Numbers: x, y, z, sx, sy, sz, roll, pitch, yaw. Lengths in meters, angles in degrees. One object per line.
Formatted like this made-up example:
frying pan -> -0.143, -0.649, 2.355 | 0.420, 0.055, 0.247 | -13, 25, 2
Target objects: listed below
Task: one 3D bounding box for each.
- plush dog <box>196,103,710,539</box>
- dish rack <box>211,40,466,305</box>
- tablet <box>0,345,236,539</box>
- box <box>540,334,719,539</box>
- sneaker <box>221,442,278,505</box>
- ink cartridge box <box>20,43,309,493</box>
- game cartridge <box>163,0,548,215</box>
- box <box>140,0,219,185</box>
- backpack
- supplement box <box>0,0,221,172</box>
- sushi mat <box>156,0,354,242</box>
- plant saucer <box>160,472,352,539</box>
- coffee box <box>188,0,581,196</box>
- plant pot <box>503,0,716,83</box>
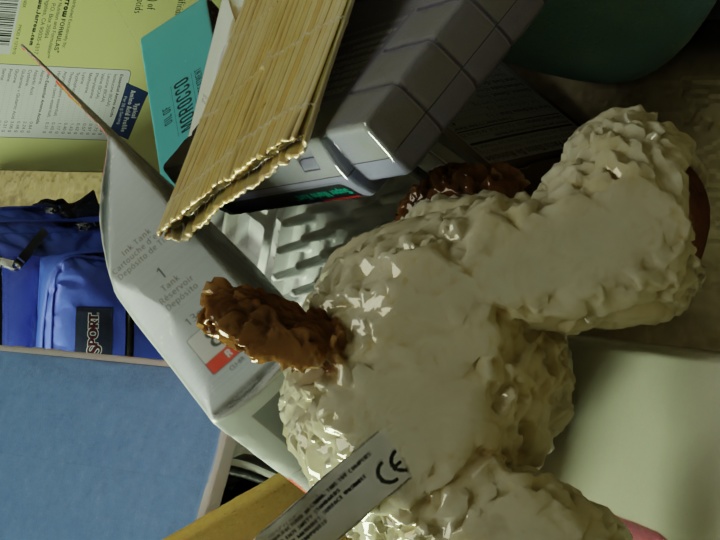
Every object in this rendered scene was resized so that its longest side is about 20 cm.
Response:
plush dog -> 0.024, 0.041, 0.745 | 0.172, 0.159, 0.201 | 109, 172, -83
dish rack -> 0.000, 0.000, 0.962 | 0.200, 0.043, 0.172 | 39, 128, 39
tablet -> -0.141, 0.103, 1.057 | 0.199, 0.014, 0.131 | 3, 72, 41
box -> 0.138, 0.085, 0.783 | 0.200, 0.127, 0.110 | 6, 88, 62
sneaker -> -0.049, 0.065, 1.141 | 0.200, 0.115, 0.076 | 41, 160, 54
ink cartridge box -> -0.068, 0.011, 0.896 | 0.050, 0.162, 0.200 | -46, 59, -1
game cartridge -> 0.003, -0.079, 0.829 | 0.130, 0.038, 0.200 | -56, 19, -16
box -> -0.070, -0.060, 1.180 | 0.049, 0.082, 0.200 | -31, 38, 13
backpack -> -0.190, 0.031, 1.334 | 0.168, 0.199, 0.164 | -2, 88, 62
supplement box -> -0.179, -0.177, 1.311 | 0.134, 0.199, 0.201 | 57, 138, 46
sushi mat -> -0.022, -0.107, 0.827 | 0.096, 0.012, 0.201 | -31, 34, 49
plant saucer -> 0.034, 0.154, 0.940 | 0.200, 0.199, 0.049 | 49, 162, 42
coffee box -> 0.012, -0.059, 1.030 | 0.200, 0.079, 0.115 | 44, 132, 35
plant pot -> 0.059, -0.185, 0.934 | 0.200, 0.134, 0.201 | -1, 88, 62
